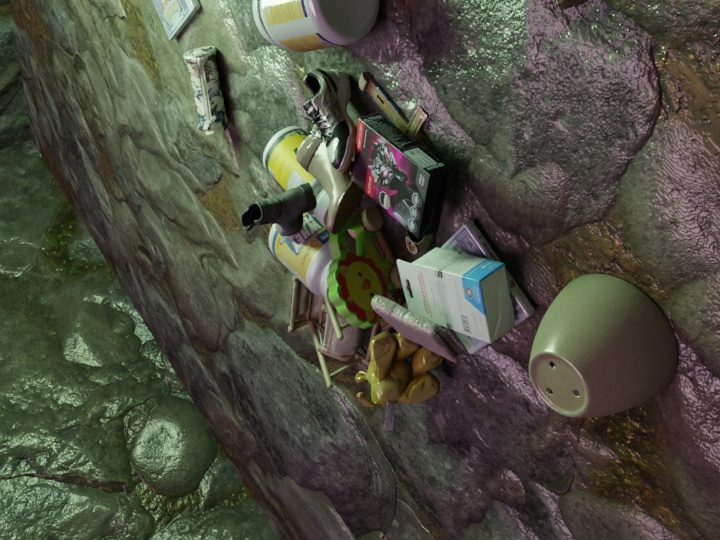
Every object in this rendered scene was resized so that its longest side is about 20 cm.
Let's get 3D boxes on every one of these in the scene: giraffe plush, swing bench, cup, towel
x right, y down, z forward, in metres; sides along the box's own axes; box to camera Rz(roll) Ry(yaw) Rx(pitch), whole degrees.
[{"bbox_3d":[0.067,0.207,1.416,0.170,0.203,0.162,23,-177,-11],"label":"giraffe plush"},{"bbox_3d":[-0.064,0.117,1.568,0.201,0.128,0.201,50,148,29],"label":"swing bench"},{"bbox_3d":[0.322,0.127,0.977,0.199,0.142,0.203,37,141,36],"label":"cup"},{"bbox_3d":[0.105,0.104,1.218,0.131,0.035,0.200,24,170,27],"label":"towel"}]

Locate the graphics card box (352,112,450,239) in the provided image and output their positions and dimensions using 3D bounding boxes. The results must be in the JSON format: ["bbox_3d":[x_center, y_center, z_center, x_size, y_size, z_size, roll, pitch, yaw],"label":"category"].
[{"bbox_3d":[0.062,-0.161,1.147,0.200,0.050,0.127,45,141,35],"label":"graphics card box"}]

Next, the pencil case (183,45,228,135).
[{"bbox_3d":[-0.366,-0.431,1.628,0.090,0.076,0.203,-117,19,-53],"label":"pencil case"}]

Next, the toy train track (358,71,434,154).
[{"bbox_3d":[0.053,-0.262,1.180,0.201,0.032,0.115,54,148,16],"label":"toy train track"}]

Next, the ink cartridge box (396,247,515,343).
[{"bbox_3d":[0.157,0.034,1.149,0.198,0.067,0.118,18,130,50],"label":"ink cartridge box"}]

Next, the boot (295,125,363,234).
[{"bbox_3d":[-0.061,-0.186,1.291,0.144,0.203,0.070,26,173,20],"label":"boot"}]

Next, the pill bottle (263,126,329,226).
[{"bbox_3d":[-0.099,-0.189,1.387,0.200,0.113,0.115,47,146,23],"label":"pill bottle"}]

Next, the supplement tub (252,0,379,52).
[{"bbox_3d":[-0.078,-0.441,1.128,0.198,0.144,0.148,15,126,51],"label":"supplement tub"}]

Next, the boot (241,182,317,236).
[{"bbox_3d":[-0.172,-0.106,1.314,0.071,0.130,0.200,64,155,10],"label":"boot"}]

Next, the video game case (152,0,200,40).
[{"bbox_3d":[-0.458,-0.675,1.631,0.199,0.023,0.185,-9,106,58],"label":"video game case"}]

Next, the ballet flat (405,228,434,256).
[{"bbox_3d":[0.106,-0.100,1.214,0.067,0.046,0.202,43,144,25],"label":"ballet flat"}]

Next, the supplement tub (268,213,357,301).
[{"bbox_3d":[-0.087,-0.038,1.458,0.199,0.143,0.147,40,143,31],"label":"supplement tub"}]

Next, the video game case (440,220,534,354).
[{"bbox_3d":[0.194,0.036,1.199,0.184,0.023,0.200,56,149,10],"label":"video game case"}]

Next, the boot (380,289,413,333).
[{"bbox_3d":[0.077,0.072,1.372,0.077,0.072,0.200,67,156,11],"label":"boot"}]

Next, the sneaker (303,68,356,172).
[{"bbox_3d":[-0.062,-0.268,1.221,0.076,0.086,0.204,-42,50,54],"label":"sneaker"}]

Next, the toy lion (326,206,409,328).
[{"bbox_3d":[0.000,0.000,1.303,0.068,0.191,0.203,-25,93,43],"label":"toy lion"}]
